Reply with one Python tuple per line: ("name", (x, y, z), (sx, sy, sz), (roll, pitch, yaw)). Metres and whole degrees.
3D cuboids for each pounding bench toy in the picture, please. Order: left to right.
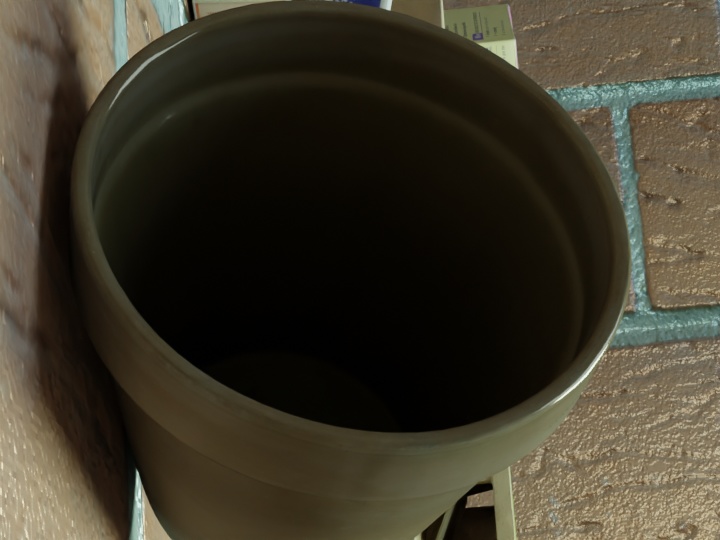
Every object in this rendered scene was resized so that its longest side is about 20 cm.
("pounding bench toy", (0.035, 0.140, 1.525), (0.124, 0.154, 0.202), (74, 12, -69))

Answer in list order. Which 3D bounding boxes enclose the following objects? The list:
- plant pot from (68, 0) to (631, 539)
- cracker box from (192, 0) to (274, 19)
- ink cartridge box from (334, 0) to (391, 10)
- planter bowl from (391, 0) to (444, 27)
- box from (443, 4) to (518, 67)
("plant pot", (-0.015, 0.029, 0.760), (0.174, 0.198, 0.201), (105, -14, -50))
("cracker box", (-0.067, -0.217, 1.111), (0.134, 0.057, 0.202), (-86, 170, -60))
("ink cartridge box", (-0.031, -0.049, 1.161), (0.200, 0.040, 0.201), (118, -17, -70))
("planter bowl", (0.003, -0.112, 1.514), (0.200, 0.133, 0.202), (-5, 90, -87))
("box", (0.060, -0.197, 2.034), (0.176, 0.198, 0.098), (-86, 171, -71))
